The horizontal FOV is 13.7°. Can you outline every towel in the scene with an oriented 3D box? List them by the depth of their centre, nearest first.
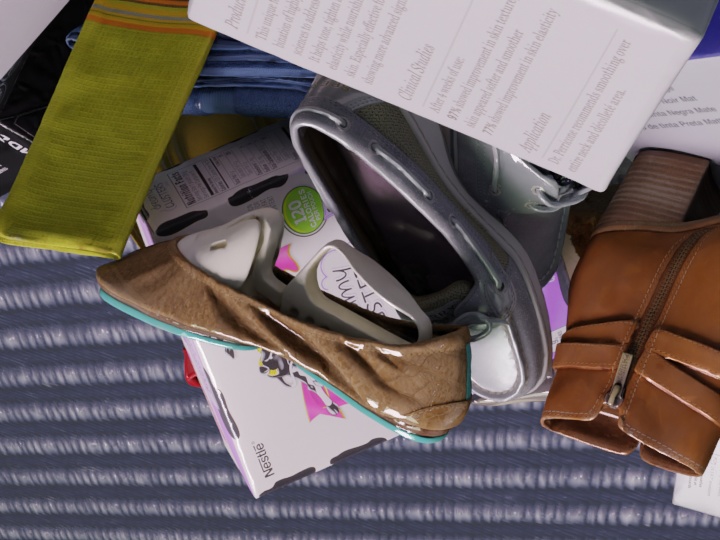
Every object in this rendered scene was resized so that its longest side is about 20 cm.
[{"bbox_3d":[-0.118,-0.100,1.517,0.086,0.201,0.018,6,155,37],"label":"towel"},{"bbox_3d":[-0.051,-0.117,1.559,0.199,0.112,0.049,4,113,40],"label":"towel"}]

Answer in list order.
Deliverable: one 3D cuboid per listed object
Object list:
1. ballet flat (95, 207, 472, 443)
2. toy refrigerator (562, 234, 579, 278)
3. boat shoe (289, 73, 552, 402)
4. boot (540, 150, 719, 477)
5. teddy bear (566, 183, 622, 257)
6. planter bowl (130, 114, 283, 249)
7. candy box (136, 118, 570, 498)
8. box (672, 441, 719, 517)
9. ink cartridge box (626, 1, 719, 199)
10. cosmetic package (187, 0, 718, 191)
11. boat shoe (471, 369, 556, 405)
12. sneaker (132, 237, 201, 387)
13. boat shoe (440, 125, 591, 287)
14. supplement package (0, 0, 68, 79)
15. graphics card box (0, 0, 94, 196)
[{"bbox_3d":[-0.032,0.014,1.449,0.199,0.073,0.068,24,-158,17],"label":"ballet flat"},{"bbox_3d":[0.057,-0.008,1.747,0.076,0.070,0.200,38,154,-18],"label":"toy refrigerator"},{"bbox_3d":[0.028,-0.012,1.459,0.074,0.065,0.202,-7,122,37],"label":"boat shoe"},{"bbox_3d":[0.190,0.028,1.457,0.199,0.155,0.074,8,156,37],"label":"boot"},{"bbox_3d":[0.194,0.006,1.585,0.199,0.145,0.067,7,111,25],"label":"teddy bear"},{"bbox_3d":[-0.045,-0.051,1.660,0.200,0.201,0.083,33,122,-25],"label":"planter bowl"},{"bbox_3d":[0.000,0.000,1.567,0.072,0.199,0.168,-127,14,-62],"label":"candy box"},{"bbox_3d":[0.281,0.088,1.679,0.199,0.041,0.157,15,124,17],"label":"box"},{"bbox_3d":[0.182,-0.093,1.452,0.200,0.041,0.199,37,155,-32],"label":"ink cartridge box"},{"bbox_3d":[0.054,-0.166,1.233,0.199,0.167,0.167,23,159,-2],"label":"cosmetic package"},{"bbox_3d":[0.145,0.049,1.807,0.199,0.075,0.073,6,-176,19],"label":"boat shoe"},{"bbox_3d":[-0.104,0.001,1.860,0.199,0.116,0.078,29,158,-15],"label":"sneaker"},{"bbox_3d":[0.080,-0.062,1.469,0.071,0.070,0.202,28,138,41],"label":"boat shoe"},{"bbox_3d":[-0.205,-0.175,1.460,0.111,0.156,0.200,36,160,6],"label":"supplement package"},{"bbox_3d":[-0.198,-0.104,1.694,0.051,0.126,0.200,31,158,-21],"label":"graphics card box"}]
